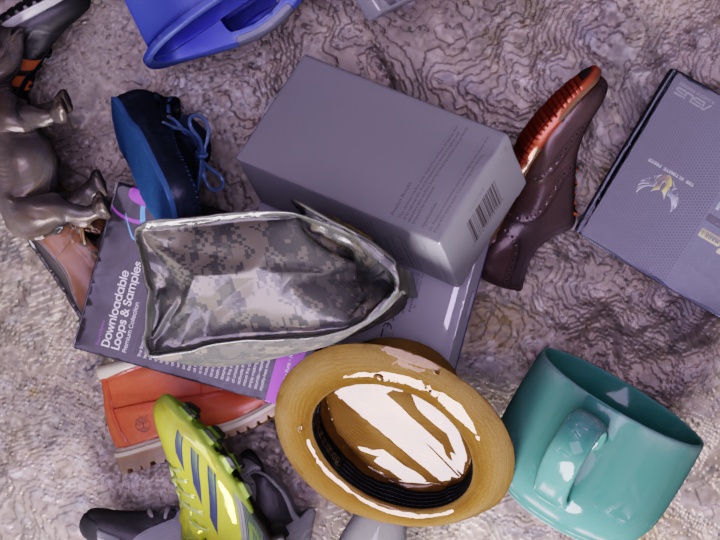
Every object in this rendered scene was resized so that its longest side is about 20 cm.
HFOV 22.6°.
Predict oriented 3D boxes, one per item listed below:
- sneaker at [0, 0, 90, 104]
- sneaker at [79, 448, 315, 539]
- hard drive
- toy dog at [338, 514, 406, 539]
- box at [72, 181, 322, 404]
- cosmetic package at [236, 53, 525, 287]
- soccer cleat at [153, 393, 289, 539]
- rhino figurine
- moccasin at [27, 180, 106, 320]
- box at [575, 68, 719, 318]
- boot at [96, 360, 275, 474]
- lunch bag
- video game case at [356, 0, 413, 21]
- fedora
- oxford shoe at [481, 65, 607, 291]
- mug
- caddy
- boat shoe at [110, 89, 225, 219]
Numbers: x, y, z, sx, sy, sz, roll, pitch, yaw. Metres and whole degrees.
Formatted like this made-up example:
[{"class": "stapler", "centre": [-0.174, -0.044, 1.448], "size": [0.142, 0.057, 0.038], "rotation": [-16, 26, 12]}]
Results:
[{"class": "sneaker", "centre": [-0.299, -0.165, 1.529], "size": [0.200, 0.070, 0.090], "rotation": [-32, 106, 8]}, {"class": "sneaker", "centre": [-0.132, 0.202, 1.541], "size": [0.200, 0.075, 0.116], "rotation": [16, 92, -6]}, {"class": "hard drive", "centre": [0.000, 0.000, 1.495], "size": [0.200, 0.025, 0.132], "rotation": [18, 97, 23]}, {"class": "toy dog", "centre": [0.020, 0.213, 1.524], "size": [0.132, 0.096, 0.200], "rotation": [35, 83, 5]}, {"class": "box", "centre": [-0.122, 0.020, 1.476], "size": [0.200, 0.036, 0.143], "rotation": [15, 90, 3]}, {"class": "cosmetic package", "centre": [0.015, -0.081, 1.440], "size": [0.200, 0.081, 0.113], "rotation": [25, 72, 27]}, {"class": "soccer cleat", "centre": [-0.122, 0.195, 1.470], "size": [0.084, 0.065, 0.200], "rotation": [-31, 100, 3]}, {"class": "rhino figurine", "centre": [-0.277, -0.117, 1.466], "size": [0.087, 0.060, 0.200], "rotation": [-23, 87, 2]}, {"class": "moccasin", "centre": [-0.239, -0.031, 1.527], "size": [0.078, 0.074, 0.201], "rotation": [-33, 87, -6]}, {"class": "box", "centre": [0.300, -0.050, 1.476], "size": [0.200, 0.051, 0.158], "rotation": [31, 99, 2]}, {"class": "boot", "centre": [-0.129, 0.093, 1.527], "size": [0.200, 0.075, 0.107], "rotation": [-19, 88, 9]}, {"class": "lunch bag", "centre": [-0.059, 0.009, 1.372], "size": [0.200, 0.164, 0.118], "rotation": [-6, 85, 3]}, {"class": "video game case", "centre": [0.022, -0.318, 1.437], "size": [0.182, 0.023, 0.200], "rotation": [-32, 92, -36]}, {"class": "fedora", "centre": [0.032, 0.116, 1.431], "size": [0.200, 0.082, 0.201], "rotation": [9, 130, 10]}, {"class": "oxford shoe", "centre": [0.155, -0.076, 1.486], "size": [0.072, 0.071, 0.200], "rotation": [30, 106, -6]}, {"class": "mug", "centre": [0.172, 0.146, 1.444], "size": [0.185, 0.152, 0.115], "rotation": [20, 104, -40]}, {"class": "caddy", "centre": [-0.101, -0.237, 1.458], "size": [0.200, 0.141, 0.105], "rotation": [-33, 86, 8]}, {"class": "boat shoe", "centre": [-0.152, -0.104, 1.452], "size": [0.069, 0.200, 0.084], "rotation": [-12, 127, -14]}]
